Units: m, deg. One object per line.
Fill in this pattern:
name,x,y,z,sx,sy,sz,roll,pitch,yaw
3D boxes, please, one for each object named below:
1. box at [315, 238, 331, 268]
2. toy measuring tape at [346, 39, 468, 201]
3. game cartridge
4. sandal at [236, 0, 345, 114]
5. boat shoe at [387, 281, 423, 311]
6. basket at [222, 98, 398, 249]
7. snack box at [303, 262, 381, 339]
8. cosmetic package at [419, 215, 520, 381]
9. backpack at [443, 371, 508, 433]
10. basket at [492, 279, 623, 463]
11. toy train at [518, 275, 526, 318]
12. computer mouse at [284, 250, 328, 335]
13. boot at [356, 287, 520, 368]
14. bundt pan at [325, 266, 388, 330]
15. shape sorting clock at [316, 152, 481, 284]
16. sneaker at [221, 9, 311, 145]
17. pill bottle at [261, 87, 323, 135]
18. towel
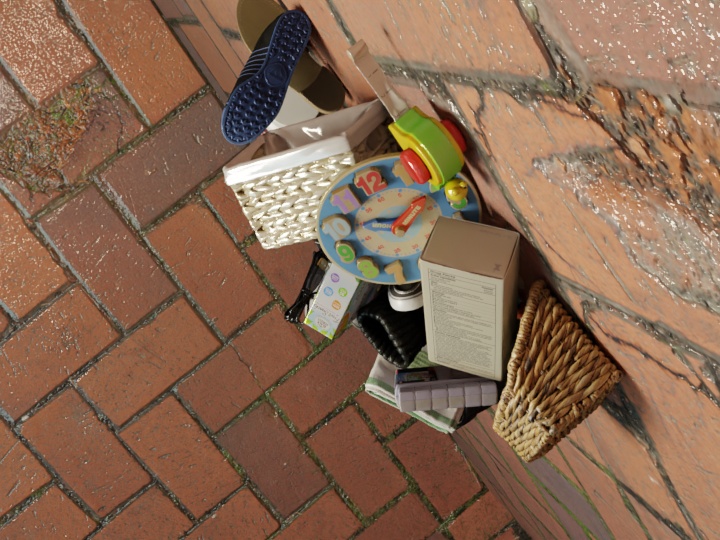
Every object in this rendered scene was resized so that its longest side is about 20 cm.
box,-0.021,-0.111,1.340,0.035,0.204,0.143,10,164,11
toy measuring tape,0.056,-0.157,0.968,0.201,0.073,0.074,54,174,-13
game cartridge,0.109,0.151,1.218,0.200,0.127,0.039,-48,-43,-87
sandal,-0.105,-0.308,1.341,0.212,0.078,0.070,47,175,-1
boat shoe,0.078,-0.021,1.274,0.201,0.069,0.067,-59,-41,-52
basket,-0.052,-0.121,1.175,0.136,0.197,0.125,-52,-55,-53
snack box,0.000,0.000,1.286,0.052,0.144,0.200,28,-162,10
cosmetic package,0.132,0.037,1.089,0.102,0.074,0.202,15,143,18
backpack,0.180,0.171,1.523,0.127,0.165,0.201,55,170,21
basket,0.205,0.132,1.105,0.150,0.142,0.200,50,173,17
toy train,0.140,-0.010,1.219,0.200,0.055,0.151,50,174,35
computer mouse,-0.065,0.047,1.338,0.043,0.111,0.200,16,165,12
boot,0.112,0.085,1.294,0.209,0.158,0.080,32,137,16
bundt pan,0.037,-0.006,1.458,0.203,0.201,0.076,52,161,7
shape sorting clock,0.045,-0.055,1.078,0.201,0.197,0.040,57,-160,-36
sneaker,-0.131,-0.263,1.263,0.070,0.202,0.078,31,178,-17
pill bottle,-0.111,-0.259,1.472,0.115,0.114,0.200,53,174,-1
towel,0.109,0.119,1.355,0.147,0.202,0.031,26,160,1
